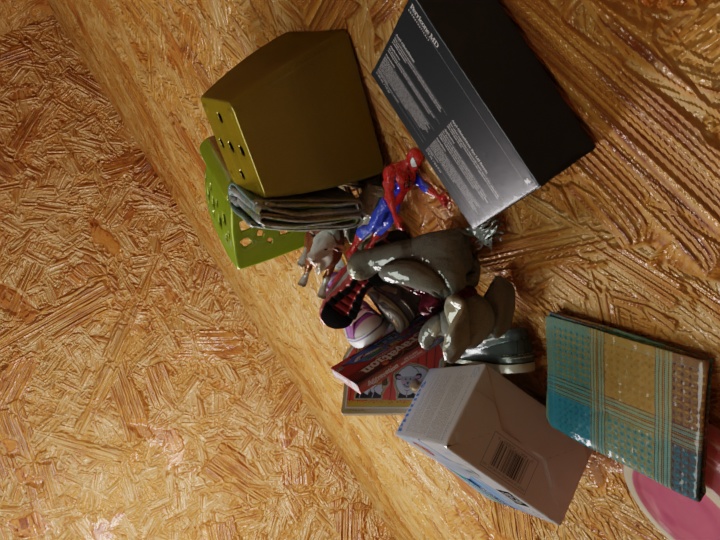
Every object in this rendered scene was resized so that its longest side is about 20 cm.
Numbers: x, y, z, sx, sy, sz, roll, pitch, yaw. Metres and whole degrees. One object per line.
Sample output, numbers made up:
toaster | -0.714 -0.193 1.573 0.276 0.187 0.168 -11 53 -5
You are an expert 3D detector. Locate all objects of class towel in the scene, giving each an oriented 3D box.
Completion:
towel | -0.103 -0.102 0.934 0.200 0.169 0.049 -140 51 -61
towel | 0.276 0.134 0.656 0.199 0.021 0.149 18 114 61

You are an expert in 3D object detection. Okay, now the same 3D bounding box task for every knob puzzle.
knob puzzle | 0.057 0.146 1.054 0.219 0.220 0.031 41 172 38

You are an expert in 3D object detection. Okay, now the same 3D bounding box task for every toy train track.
toy train track | -0.026 -0.145 1.021 0.199 0.032 0.116 20 139 59

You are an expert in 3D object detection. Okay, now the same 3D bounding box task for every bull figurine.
bull figurine | -0.063 -0.035 0.986 0.201 0.064 0.123 -89 19 -63

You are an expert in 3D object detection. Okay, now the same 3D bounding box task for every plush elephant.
plush elephant | 0.109 0.033 0.768 0.199 0.163 0.157 -16 81 46

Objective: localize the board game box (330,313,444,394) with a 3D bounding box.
board game box | 0.057 0.127 0.989 0.103 0.198 0.020 15 130 62

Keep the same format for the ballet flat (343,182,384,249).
ballet flat | 0.003 -0.073 0.983 0.072 0.071 0.200 53 161 9

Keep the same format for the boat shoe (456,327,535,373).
boat shoe | 0.179 0.103 0.880 0.200 0.072 0.063 180 85 -70

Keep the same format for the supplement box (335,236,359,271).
supplement box | -0.043 -0.044 1.176 0.199 0.066 0.070 20 138 60

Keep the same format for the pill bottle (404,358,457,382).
pill bottle | 0.091 0.171 1.113 0.200 0.110 0.112 42 156 37

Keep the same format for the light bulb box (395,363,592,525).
light bulb box | 0.184 0.241 0.883 0.197 0.126 0.200 35 162 -7

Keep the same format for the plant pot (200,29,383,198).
plant pot | -0.110 -0.211 0.880 0.199 0.175 0.202 28 143 53

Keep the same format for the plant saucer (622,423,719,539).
plant saucer | 0.360 0.244 0.654 0.201 0.051 0.201 48 159 24

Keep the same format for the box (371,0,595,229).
box | 0.109 -0.159 0.593 0.201 0.078 0.141 57 164 2

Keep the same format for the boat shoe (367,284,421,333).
boat shoe | 0.060 0.045 1.053 0.075 0.073 0.200 55 177 -22

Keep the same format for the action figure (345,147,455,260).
action figure | 0.053 -0.068 0.834 0.099 0.065 0.201 50 137 28

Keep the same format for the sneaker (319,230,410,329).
sneaker | 0.000 0.000 0.997 0.073 0.200 0.087 36 -161 -23

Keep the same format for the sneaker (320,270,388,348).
sneaker | -0.023 0.062 1.079 0.115 0.072 0.200 56 172 -18

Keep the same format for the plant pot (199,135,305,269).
plant pot | -0.180 -0.154 1.119 0.201 0.197 0.183 55 158 40
